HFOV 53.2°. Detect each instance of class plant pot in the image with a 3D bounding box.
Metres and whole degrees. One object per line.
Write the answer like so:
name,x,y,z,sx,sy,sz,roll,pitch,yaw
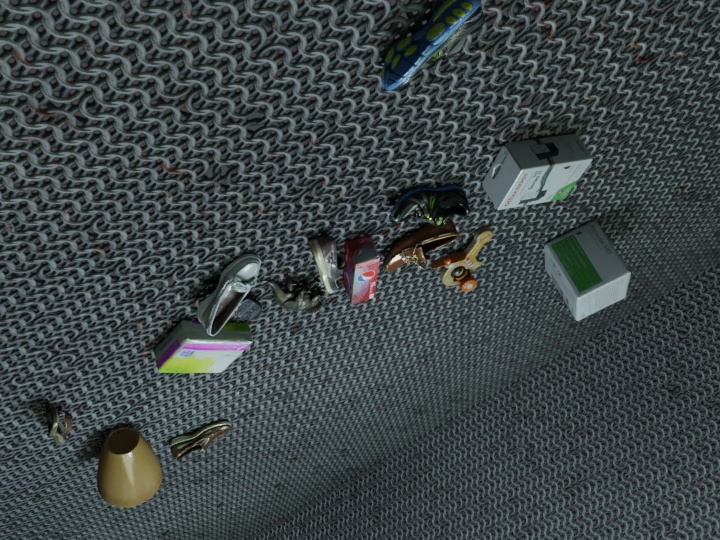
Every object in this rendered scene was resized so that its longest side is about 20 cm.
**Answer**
plant pot,-0.669,0.544,2.060,0.186,0.187,0.201,-12,138,-22

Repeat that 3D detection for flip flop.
flip flop,-0.744,0.381,1.788,0.057,0.081,0.200,-9,154,-18

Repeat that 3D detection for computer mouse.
computer mouse,-0.291,0.062,1.644,0.059,0.034,0.200,-41,144,4

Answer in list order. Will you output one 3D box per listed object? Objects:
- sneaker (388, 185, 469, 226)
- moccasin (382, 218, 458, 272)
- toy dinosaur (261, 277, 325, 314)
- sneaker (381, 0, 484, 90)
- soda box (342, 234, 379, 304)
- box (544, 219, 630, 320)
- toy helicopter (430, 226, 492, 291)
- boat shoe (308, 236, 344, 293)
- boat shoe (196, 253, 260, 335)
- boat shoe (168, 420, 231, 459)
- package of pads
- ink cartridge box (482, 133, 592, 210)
sneaker,0.156,-0.136,1.587,0.199,0.083,0.071,-12,150,-23
moccasin,0.144,-0.050,1.736,0.201,0.078,0.074,-29,153,9
toy dinosaur,-0.149,0.066,1.712,0.199,0.077,0.102,-1,138,-43
sneaker,0.118,-0.356,1.159,0.199,0.071,0.083,-38,144,19
soda box,0.000,0.000,1.718,0.063,0.070,0.200,-16,152,-13
box,0.663,0.002,2.115,0.171,0.200,0.200,-26,153,3
toy helicopter,0.274,-0.038,1.895,0.132,0.079,0.200,8,129,-33
boat shoe,-0.067,-0.013,1.644,0.065,0.072,0.200,-19,147,0
boat shoe,-0.279,0.051,1.561,0.202,0.065,0.074,-48,143,12
boat shoe,-0.501,0.543,2.280,0.201,0.075,0.075,-20,153,-8
package of pads,-0.383,0.188,1.749,0.199,0.068,0.154,8,138,-46
ink cartridge box,0.397,-0.222,1.626,0.199,0.083,0.147,-11,150,-22
